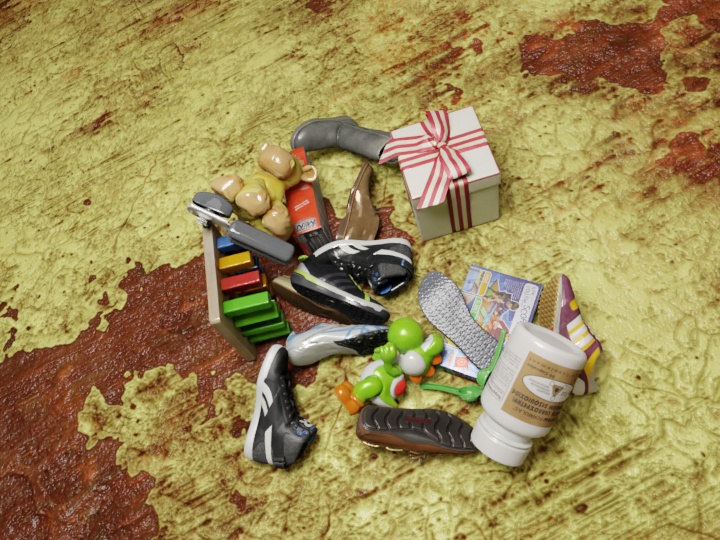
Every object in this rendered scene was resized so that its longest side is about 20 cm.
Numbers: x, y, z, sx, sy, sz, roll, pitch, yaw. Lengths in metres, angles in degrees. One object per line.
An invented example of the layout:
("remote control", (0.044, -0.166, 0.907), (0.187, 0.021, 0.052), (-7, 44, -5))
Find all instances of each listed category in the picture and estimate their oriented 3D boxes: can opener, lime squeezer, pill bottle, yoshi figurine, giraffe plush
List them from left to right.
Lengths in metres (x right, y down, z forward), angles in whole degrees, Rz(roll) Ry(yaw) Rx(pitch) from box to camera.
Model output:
("can opener", (-0.202, -0.073, 0.992), (0.200, 0.053, 0.067), (28, 73, -3))
("giraffe plush", (-0.167, -0.160, 1.083), (0.173, 0.200, 0.162), (38, 79, -17))
("yoshi figurine", (0.043, 0.152, 0.991), (0.200, 0.112, 0.112), (-35, 41, 2))
("lime squeezer", (0.186, 0.172, 0.955), (0.200, 0.038, 0.071), (-43, 63, 37))
("pill bottle", (0.250, 0.191, 0.893), (0.114, 0.114, 0.200), (28, 105, 23))

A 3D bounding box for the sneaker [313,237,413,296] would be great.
("sneaker", (0.000, 0.000, 1.088), (0.200, 0.073, 0.112), (-9, 44, 7))

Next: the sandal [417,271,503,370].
("sandal", (0.167, 0.091, 1.004), (0.076, 0.043, 0.200), (-36, 72, 4))

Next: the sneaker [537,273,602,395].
("sneaker", (0.352, 0.105, 0.969), (0.090, 0.075, 0.200), (5, 80, -6))

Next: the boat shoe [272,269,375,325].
("boat shoe", (-0.070, 0.048, 1.103), (0.200, 0.073, 0.063), (21, 64, 10))

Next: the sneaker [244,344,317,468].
("sneaker", (-0.121, 0.236, 1.001), (0.112, 0.073, 0.200), (11, 87, 13))

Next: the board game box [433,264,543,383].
("board game box", (0.226, 0.099, 1.023), (0.135, 0.034, 0.200), (18, 71, 21))

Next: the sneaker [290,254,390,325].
("sneaker", (-0.030, 0.025, 1.032), (0.200, 0.072, 0.083), (24, 66, 12))

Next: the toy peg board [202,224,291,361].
("toy peg board", (-0.200, 0.033, 1.064), (0.098, 0.200, 0.199), (-13, 62, 2))

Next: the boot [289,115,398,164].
("boot", (-0.021, -0.258, 1.191), (0.182, 0.073, 0.200), (-28, 46, -26))

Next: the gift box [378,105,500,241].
("gift box", (0.149, -0.173, 1.089), (0.200, 0.187, 0.185), (-20, 61, 2))

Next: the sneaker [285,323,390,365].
("sneaker", (-0.039, 0.120, 1.058), (0.200, 0.072, 0.073), (-10, 50, 3))

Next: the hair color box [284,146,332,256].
("hair color box", (-0.111, -0.137, 1.180), (0.061, 0.102, 0.200), (-17, 61, 5))

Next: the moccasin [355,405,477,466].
("moccasin", (0.092, 0.271, 0.951), (0.201, 0.078, 0.074), (4, 48, -6))

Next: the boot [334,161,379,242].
("boot", (0.006, -0.122, 1.173), (0.075, 0.074, 0.200), (14, 74, 2))
